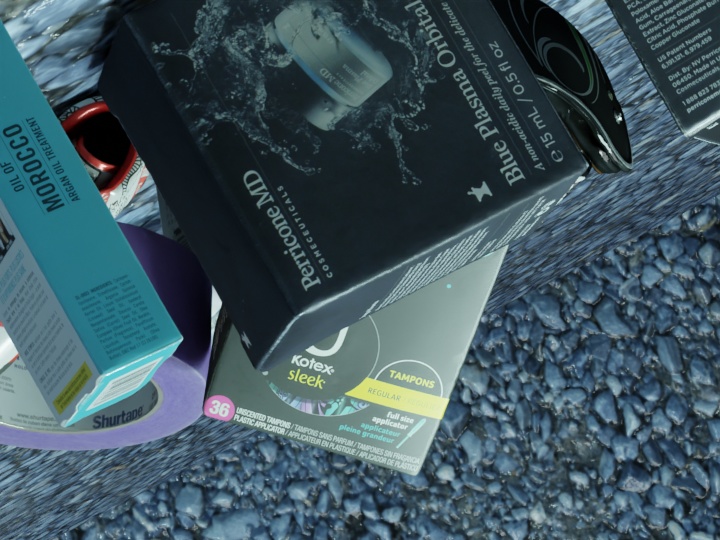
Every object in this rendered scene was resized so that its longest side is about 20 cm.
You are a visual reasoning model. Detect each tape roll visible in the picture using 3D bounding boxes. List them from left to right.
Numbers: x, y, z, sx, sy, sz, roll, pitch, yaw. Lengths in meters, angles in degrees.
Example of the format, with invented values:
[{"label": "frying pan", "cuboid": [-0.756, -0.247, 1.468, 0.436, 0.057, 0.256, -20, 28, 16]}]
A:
[{"label": "tape roll", "cuboid": [-0.197, 0.044, 1.720, 0.200, 0.085, 0.200, -1, 155, 0]}]

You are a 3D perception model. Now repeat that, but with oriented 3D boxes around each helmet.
[{"label": "helmet", "cuboid": [0.084, -0.101, 1.785, 0.200, 0.200, 0.191, -32, -156, 9]}]

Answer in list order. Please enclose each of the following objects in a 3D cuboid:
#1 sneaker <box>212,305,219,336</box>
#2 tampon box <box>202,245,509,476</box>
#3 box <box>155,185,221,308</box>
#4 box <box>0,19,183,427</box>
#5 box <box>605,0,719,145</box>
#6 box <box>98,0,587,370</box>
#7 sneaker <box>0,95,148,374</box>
[{"label": "sneaker", "cuboid": [-0.145, 0.037, 1.976, 0.200, 0.085, 0.075, 2, -174, -20]}, {"label": "tampon box", "cuboid": [0.000, 0.000, 1.651, 0.126, 0.150, 0.200, -90, -162, -66]}, {"label": "box", "cuboid": [-0.036, -0.023, 1.820, 0.101, 0.113, 0.200, -34, 137, 28]}, {"label": "box", "cuboid": [-0.167, -0.028, 1.294, 0.049, 0.200, 0.082, -25, 170, -29]}, {"label": "box", "cuboid": [0.224, -0.194, 1.696, 0.117, 0.200, 0.197, -32, 173, 13]}, {"label": "box", "cuboid": [-0.012, -0.082, 1.484, 0.200, 0.197, 0.117, -28, 171, -20]}, {"label": "sneaker", "cuboid": [-0.198, -0.021, 1.571, 0.201, 0.067, 0.108, -52, 177, -13]}]
